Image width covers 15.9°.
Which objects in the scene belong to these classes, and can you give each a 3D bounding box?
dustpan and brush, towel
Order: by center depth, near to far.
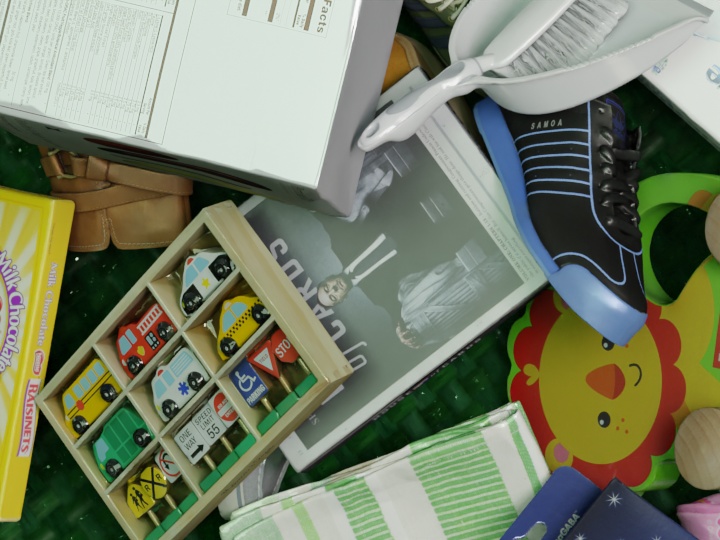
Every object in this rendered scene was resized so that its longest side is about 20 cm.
[{"bbox_3d":[0.083,-0.120,1.465,0.200,0.057,0.139,-43,39,-7],"label":"dustpan and brush"},{"bbox_3d":[0.033,0.178,1.541,0.199,0.023,0.153,-23,103,13],"label":"towel"}]

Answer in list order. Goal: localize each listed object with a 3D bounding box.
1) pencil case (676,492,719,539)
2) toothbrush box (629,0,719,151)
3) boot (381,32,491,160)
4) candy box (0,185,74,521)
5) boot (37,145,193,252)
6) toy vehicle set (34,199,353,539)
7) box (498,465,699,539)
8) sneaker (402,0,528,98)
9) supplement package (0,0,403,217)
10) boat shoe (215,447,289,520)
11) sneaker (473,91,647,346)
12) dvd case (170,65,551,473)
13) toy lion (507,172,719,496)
[{"bbox_3d":[0.233,0.225,1.502,0.087,0.087,0.202,-5,85,10],"label":"pencil case"},{"bbox_3d":[0.265,-0.155,1.514,0.146,0.085,0.200,41,94,9],"label":"toothbrush box"},{"bbox_3d":[-0.024,-0.101,1.581,0.144,0.071,0.202,-38,79,13],"label":"boot"},{"bbox_3d":[-0.238,0.047,1.605,0.102,0.026,0.202,11,93,31],"label":"candy box"},{"bbox_3d":[-0.187,-0.091,1.610,0.198,0.077,0.157,2,111,26],"label":"boot"},{"bbox_3d":[-0.101,0.068,1.520,0.125,0.026,0.200,53,127,11],"label":"toy vehicle set"},{"bbox_3d":[0.158,0.202,1.439,0.199,0.032,0.121,35,68,17],"label":"box"},{"bbox_3d":[0.054,-0.169,1.552,0.067,0.090,0.200,-43,81,5],"label":"sneaker"},{"bbox_3d":[-0.092,-0.127,1.425,0.198,0.191,0.148,13,88,7],"label":"supplement package"},{"bbox_3d":[-0.035,0.059,1.566,0.071,0.070,0.202,13,86,17],"label":"boat shoe"},{"bbox_3d":[0.129,-0.051,1.471,0.078,0.070,0.201,-41,49,21],"label":"sneaker"},{"bbox_3d":[0.000,0.000,1.515,0.200,0.025,0.151,-37,80,7],"label":"dvd case"},{"bbox_3d":[0.168,0.040,1.499,0.191,0.068,0.202,13,98,43],"label":"toy lion"}]
